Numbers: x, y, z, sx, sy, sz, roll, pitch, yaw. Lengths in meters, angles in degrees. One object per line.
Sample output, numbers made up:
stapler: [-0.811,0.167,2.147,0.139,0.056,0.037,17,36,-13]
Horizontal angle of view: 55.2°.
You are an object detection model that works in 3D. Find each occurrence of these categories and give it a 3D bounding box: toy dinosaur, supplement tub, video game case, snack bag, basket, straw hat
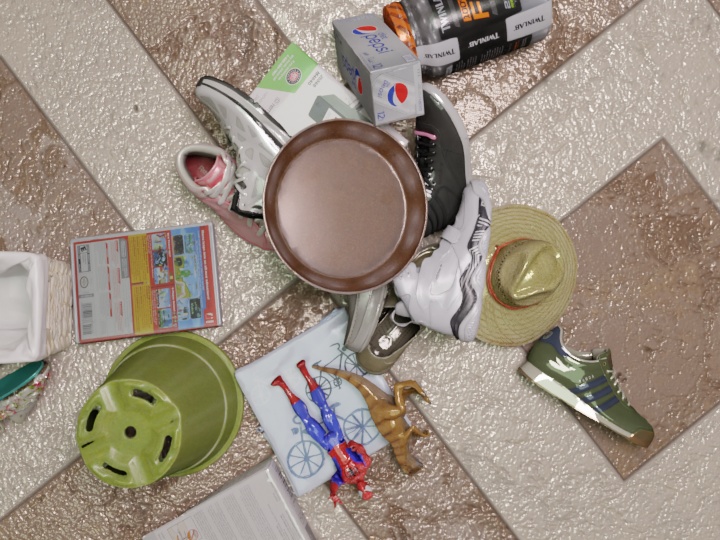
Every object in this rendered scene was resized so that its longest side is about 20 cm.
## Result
toy dinosaur: [0.033,0.180,0.904,0.106,0.060,0.201,-35,90,0]
supplement tub: [0.136,-0.328,0.895,0.198,0.123,0.124,-20,90,0]
video game case: [-0.291,0.016,0.936,0.197,0.017,0.145,-7,81,0]
snack bag: [-0.055,0.179,0.943,0.187,0.021,0.202,-30,90,-1]
basket: [-0.487,0.045,0.893,0.197,0.123,0.138,1,89,-1]
straw hat: [0.214,0.003,0.890,0.198,0.085,0.204,0,89,-14]

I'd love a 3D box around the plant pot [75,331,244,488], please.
plant pot: [-0.260,0.183,0.859,0.197,0.190,0.203,0,90,1]

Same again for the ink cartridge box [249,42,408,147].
ink cartridge box: [-0.055,-0.172,0.912,0.199,0.084,0.146,39,90,0]

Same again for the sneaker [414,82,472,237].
sneaker: [0.084,-0.127,0.869,0.099,0.070,0.202,-34,128,-21]

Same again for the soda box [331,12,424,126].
soda box: [0.018,-0.255,0.856,0.063,0.201,0.069,-14,127,-7]

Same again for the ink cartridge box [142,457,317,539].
ink cartridge box: [-0.168,0.375,0.933,0.198,0.050,0.162,-29,90,4]

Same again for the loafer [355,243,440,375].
loafer: [0.067,0.051,0.912,0.075,0.068,0.201,32,81,0]

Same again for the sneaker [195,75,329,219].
sneaker: [-0.141,-0.135,0.829,0.200,0.076,0.116,40,85,-3]

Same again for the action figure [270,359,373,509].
action figure: [-0.042,0.219,0.887,0.065,0.099,0.201,-34,93,0]

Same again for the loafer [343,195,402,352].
loafer: [0.000,0.000,0.861,0.069,0.070,0.203,11,87,-10]

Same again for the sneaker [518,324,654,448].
sneaker: [0.318,0.149,0.918,0.199,0.067,0.091,31,95,3]

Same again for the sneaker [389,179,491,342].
sneaker: [0.099,-0.018,0.849,0.113,0.075,0.203,7,83,7]

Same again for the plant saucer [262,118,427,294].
plant saucer: [-0.018,-0.074,0.804,0.197,0.034,0.203,0,89,-17]

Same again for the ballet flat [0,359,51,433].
ballet flat: [-0.491,0.187,0.929,0.198,0.076,0.064,-27,121,4]

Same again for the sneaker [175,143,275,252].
sneaker: [-0.162,-0.095,0.903,0.199,0.105,0.076,38,87,0]
